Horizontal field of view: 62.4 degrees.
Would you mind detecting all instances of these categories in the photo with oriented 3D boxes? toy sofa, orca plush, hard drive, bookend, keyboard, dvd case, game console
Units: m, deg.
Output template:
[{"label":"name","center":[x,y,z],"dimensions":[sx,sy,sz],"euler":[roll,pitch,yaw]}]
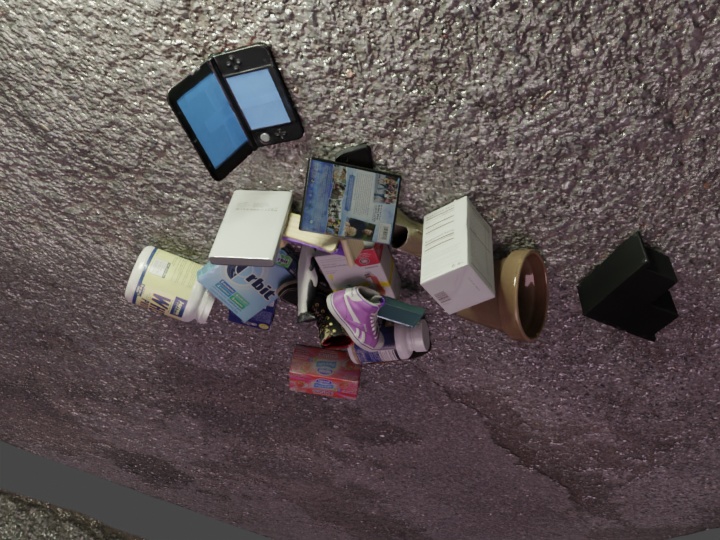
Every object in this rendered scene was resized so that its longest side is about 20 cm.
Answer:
[{"label":"toy sofa","center":[-0.100,-0.067,1.265],"dimensions":[0.199,0.098,0.083],"euler":[16,144,28]},{"label":"orca plush","center":[-0.100,0.025,1.350],"dimensions":[0.071,0.201,0.105],"euler":[11,142,-23]},{"label":"hard drive","center":[-0.222,-0.091,1.231],"dimensions":[0.131,0.201,0.026],"euler":[2,139,7]},{"label":"bookend","center":[0.624,0.041,1.305],"dimensions":[0.197,0.093,0.200],"euler":[19,135,-13]},{"label":"keyboard","center":[-0.022,-0.175,1.241],"dimensions":[0.103,0.040,0.201],"euler":[-16,136,-8]},{"label":"dvd case","center":[-0.018,-0.135,1.178],"dimensions":[0.198,0.144,0.018],"euler":[8,-179,-22]},{"label":"game console","center":[-0.219,-0.283,1.085],"dimensions":[0.171,0.119,0.201],"euler":[-7,136,17]}]

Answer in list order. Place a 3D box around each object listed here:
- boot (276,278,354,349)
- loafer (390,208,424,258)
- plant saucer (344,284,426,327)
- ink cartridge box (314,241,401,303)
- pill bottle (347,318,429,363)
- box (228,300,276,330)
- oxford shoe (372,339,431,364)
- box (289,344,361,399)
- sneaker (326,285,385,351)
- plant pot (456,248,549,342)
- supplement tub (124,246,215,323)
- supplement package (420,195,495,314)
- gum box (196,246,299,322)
[{"label":"boot","center":[-0.102,0.106,1.421],"dimensions":[0.073,0.151,0.199],"euler":[-41,142,24]},{"label":"loafer","center":[0.097,-0.072,1.289],"dimensions":[0.199,0.069,0.076],"euler":[30,134,-27]},{"label":"plant saucer","center":[0.050,0.087,1.389],"dimensions":[0.198,0.019,0.070],"euler":[19,138,-10]},{"label":"ink cartridge box","center":[0.000,0.000,1.377],"dimensions":[0.144,0.084,0.201],"euler":[-8,135,19]},{"label":"pill bottle","center":[0.072,0.176,1.534],"dimensions":[0.198,0.112,0.111],"euler":[-9,135,18]},{"label":"box","center":[-0.278,0.077,1.546],"dimensions":[0.120,0.033,0.201],"euler":[15,136,-5]},{"label":"oxford shoe","center":[0.103,0.214,1.618],"dimensions":[0.198,0.072,0.071],"euler":[-12,162,21]},{"label":"box","center":[-0.099,0.291,1.699],"dimensions":[0.198,0.095,0.103],"euler":[9,137,1]},{"label":"sneaker","center":[0.023,0.111,1.355],"dimensions":[0.114,0.073,0.201],"euler":[-22,131,26]},{"label":"plant pot","center":[0.305,0.051,1.326],"dimensions":[0.174,0.201,0.201],"euler":[2,141,37]},{"label":"supplement tub","center":[-0.454,0.039,1.454],"dimensions":[0.199,0.146,0.145],"euler":[22,136,-13]},{"label":"supplement package","center":[0.200,-0.033,1.220],"dimensions":[0.109,0.201,0.114],"euler":[-24,127,30]},{"label":"gum box","center":[-0.253,0.007,1.403],"dimensions":[0.199,0.045,0.170],"euler":[-36,125,9]}]
